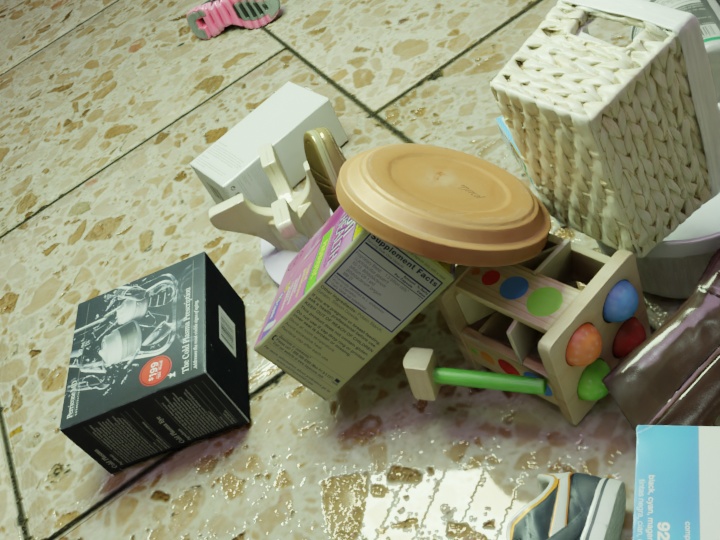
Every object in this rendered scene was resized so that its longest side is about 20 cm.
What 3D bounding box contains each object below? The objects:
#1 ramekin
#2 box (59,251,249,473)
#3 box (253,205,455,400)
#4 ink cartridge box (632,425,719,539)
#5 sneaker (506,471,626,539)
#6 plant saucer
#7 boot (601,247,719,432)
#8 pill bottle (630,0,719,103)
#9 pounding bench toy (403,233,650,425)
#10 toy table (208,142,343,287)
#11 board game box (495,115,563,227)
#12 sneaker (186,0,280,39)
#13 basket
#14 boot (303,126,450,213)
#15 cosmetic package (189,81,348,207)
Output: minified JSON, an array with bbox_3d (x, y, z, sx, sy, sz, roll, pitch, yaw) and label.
[{"bbox_3d":[0.325,-0.065,0.841,0.200,0.105,0.200,-15,43,15],"label":"ramekin"},{"bbox_3d":[-0.237,0.106,0.987,0.182,0.104,0.200,-23,42,9],"label":"box"},{"bbox_3d":[0.000,0.000,0.868,0.200,0.097,0.176,-46,15,28],"label":"box"},{"bbox_3d":[0.297,0.203,0.564,0.200,0.147,0.145,-5,48,26],"label":"ink cartridge box"},{"bbox_3d":[0.148,0.246,0.658,0.079,0.078,0.200,7,42,28],"label":"sneaker"},{"bbox_3d":[0.078,-0.069,0.769,0.200,0.032,0.200,10,32,-6],"label":"plant saucer"},{"bbox_3d":[0.333,0.091,0.715,0.186,0.064,0.200,39,91,13],"label":"boot"},{"bbox_3d":[0.389,-0.271,1.001,0.113,0.113,0.200,-16,43,15],"label":"pill bottle"},{"bbox_3d":[0.157,0.070,0.788,0.200,0.124,0.156,-45,44,-17],"label":"pounding bench toy"},{"bbox_3d":[-0.085,-0.070,1.065,0.184,0.117,0.200,-33,41,-4],"label":"toy table"},{"bbox_3d":[0.261,-0.149,1.012,0.134,0.034,0.200,-24,42,6],"label":"board game box"},{"bbox_3d":[-0.237,-0.510,1.619,0.200,0.079,0.095,-2,37,25],"label":"sneaker"},{"bbox_3d":[0.220,-0.122,0.735,0.123,0.200,0.136,-46,43,-8],"label":"basket"},{"bbox_3d":[0.037,-0.108,0.977,0.155,0.200,0.073,-33,21,-6],"label":"boot"},{"bbox_3d":[-0.131,-0.173,1.215,0.200,0.085,0.108,-41,44,-13],"label":"cosmetic package"}]
